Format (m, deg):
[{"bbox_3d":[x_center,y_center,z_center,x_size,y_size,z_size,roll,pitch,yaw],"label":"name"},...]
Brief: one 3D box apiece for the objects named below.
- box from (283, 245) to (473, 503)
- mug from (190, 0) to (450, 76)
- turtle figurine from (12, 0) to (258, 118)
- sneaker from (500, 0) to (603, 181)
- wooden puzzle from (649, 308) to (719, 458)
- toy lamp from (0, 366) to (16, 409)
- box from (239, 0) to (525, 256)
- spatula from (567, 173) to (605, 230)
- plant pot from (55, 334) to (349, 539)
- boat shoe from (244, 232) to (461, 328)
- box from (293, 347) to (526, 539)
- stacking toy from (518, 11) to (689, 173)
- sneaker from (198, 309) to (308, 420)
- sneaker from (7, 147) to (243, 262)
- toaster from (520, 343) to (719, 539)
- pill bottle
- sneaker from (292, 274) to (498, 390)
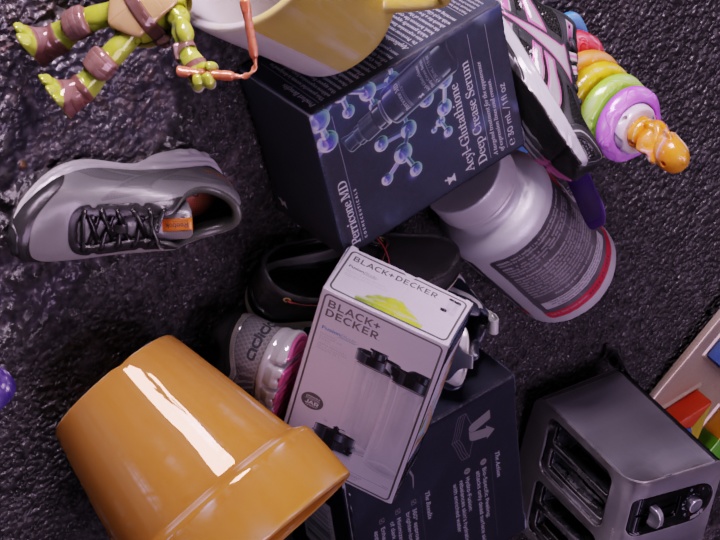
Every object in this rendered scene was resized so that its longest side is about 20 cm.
[{"bbox_3d":[0.008,0.088,1.674,0.060,0.116,0.200,-56,169,-47],"label":"box"},{"bbox_3d":[-0.037,-0.212,1.532,0.150,0.187,0.153,-52,144,5],"label":"mug"},{"bbox_3d":[-0.170,-0.195,1.473,0.161,0.200,0.064,-31,171,6],"label":"turtle figurine"},{"bbox_3d":[0.157,-0.176,1.715,0.086,0.080,0.200,-31,93,-17],"label":"sneaker"},{"bbox_3d":[0.396,0.138,2.198,0.200,0.046,0.185,-54,136,-1],"label":"wooden puzzle"},{"bbox_3d":[-0.310,0.021,1.522,0.058,0.058,0.200,-32,134,-22],"label":"toy lamp"},{"bbox_3d":[0.021,-0.135,1.672,0.200,0.107,0.149,-33,133,-20],"label":"box"},{"bbox_3d":[0.154,-0.121,1.767,0.021,0.057,0.200,-40,93,-14],"label":"spatula"},{"bbox_3d":[-0.141,0.160,1.631,0.200,0.183,0.200,-40,173,-5],"label":"plant pot"},{"bbox_3d":[0.001,0.002,1.736,0.201,0.074,0.063,-9,154,-23],"label":"boat shoe"},{"bbox_3d":[0.040,0.187,1.874,0.200,0.117,0.197,-27,131,-25],"label":"box"},{"bbox_3d":[0.219,-0.136,1.771,0.110,0.200,0.116,-33,131,-21],"label":"stacking toy"},{"bbox_3d":[-0.104,0.104,1.740,0.074,0.087,0.200,-49,164,-39],"label":"sneaker"},{"bbox_3d":[-0.181,-0.046,1.574,0.200,0.079,0.074,-15,126,-32],"label":"sneaker"},{"bbox_3d":[0.252,0.213,2.032,0.118,0.200,0.181,-15,132,-30],"label":"toaster"},{"bbox_3d":[0.141,-0.041,1.827,0.111,0.111,0.200,-53,136,-2],"label":"pill bottle"},{"bbox_3d":[0.036,0.062,1.786,0.199,0.129,0.080,-16,123,-33],"label":"sneaker"}]
